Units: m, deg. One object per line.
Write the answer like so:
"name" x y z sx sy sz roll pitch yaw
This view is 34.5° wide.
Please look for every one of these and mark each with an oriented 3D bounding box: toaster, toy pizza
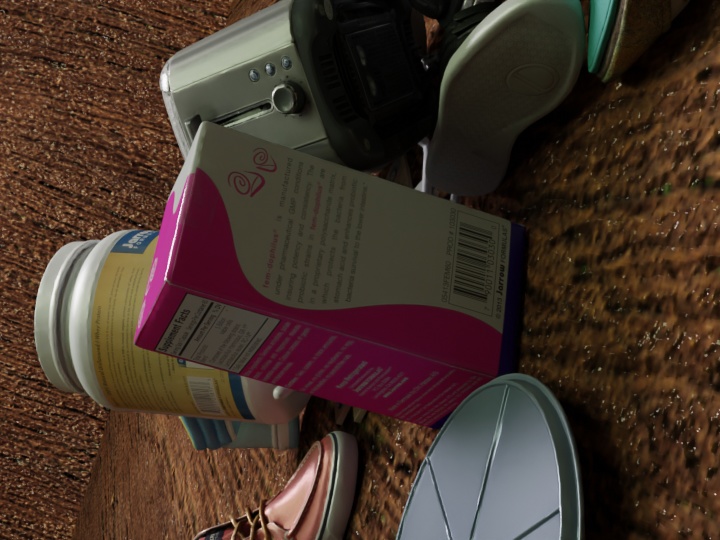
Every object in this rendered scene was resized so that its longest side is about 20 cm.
"toaster" -0.035 -0.114 0.738 0.200 0.128 0.115 -39 -68 -61
"toy pizza" 0.061 0.150 0.557 0.200 0.031 0.203 -163 90 -74

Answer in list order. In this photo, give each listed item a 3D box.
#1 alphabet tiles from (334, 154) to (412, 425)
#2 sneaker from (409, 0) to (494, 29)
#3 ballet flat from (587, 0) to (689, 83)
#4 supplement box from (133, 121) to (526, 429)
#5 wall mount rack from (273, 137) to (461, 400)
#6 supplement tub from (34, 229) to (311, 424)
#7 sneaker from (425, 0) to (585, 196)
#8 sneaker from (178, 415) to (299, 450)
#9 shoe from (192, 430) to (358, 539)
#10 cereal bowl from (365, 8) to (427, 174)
"alphabet tiles" 0.010 0.019 0.926 0.201 0.007 0.168 -97 28 -55
"sneaker" 0.056 -0.279 0.875 0.075 0.113 0.202 136 148 -60
"ballet flat" 0.138 -0.166 0.532 0.201 0.070 0.071 79 -168 -49
"supplement box" -0.018 0.008 0.667 0.103 0.198 0.102 134 150 -58
"wall mount rack" 0.000 0.000 0.830 0.200 0.074 0.176 132 149 -59
"supplement tub" -0.140 0.042 0.919 0.145 0.197 0.147 3 -90 -74
"sneaker" 0.080 -0.131 0.680 0.200 0.070 0.100 113 165 -66
"sneaker" -0.126 0.063 1.023 0.080 0.129 0.203 95 167 -73
"shoe" -0.073 0.203 0.863 0.072 0.090 0.202 -112 41 -67
"cereal bowl" -0.006 -0.138 0.923 0.201 0.083 0.201 -51 -22 -29
